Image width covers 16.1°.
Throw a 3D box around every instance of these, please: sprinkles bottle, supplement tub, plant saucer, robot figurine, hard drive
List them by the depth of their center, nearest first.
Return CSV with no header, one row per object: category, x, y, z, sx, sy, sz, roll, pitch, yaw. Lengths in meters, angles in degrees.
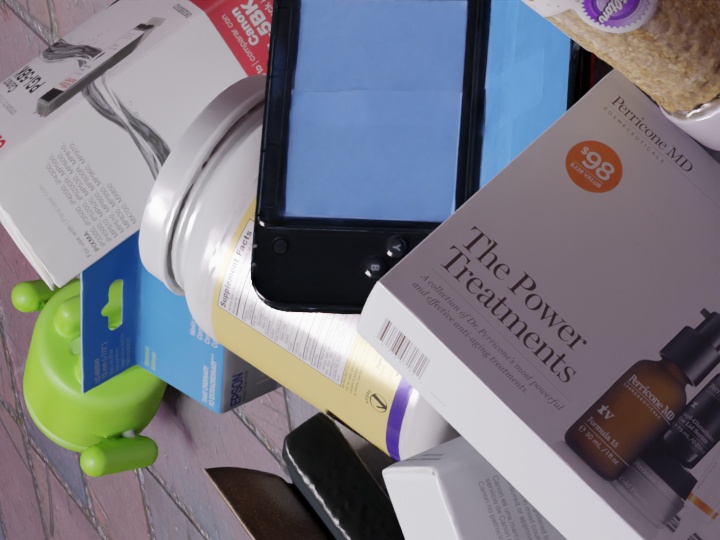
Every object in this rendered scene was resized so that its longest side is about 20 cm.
sprinkles bottle,0.092,-0.124,0.995,0.200,0.068,0.068,34,178,-29
supplement tub,0.000,0.000,1.314,0.199,0.145,0.146,32,145,21
hard drive,0.010,0.152,1.365,0.140,0.033,0.200,54,174,9
plant saucer,-0.017,0.183,1.423,0.201,0.037,0.200,54,173,9
robot figurine,-0.214,0.078,2.075,0.176,0.115,0.200,62,159,14

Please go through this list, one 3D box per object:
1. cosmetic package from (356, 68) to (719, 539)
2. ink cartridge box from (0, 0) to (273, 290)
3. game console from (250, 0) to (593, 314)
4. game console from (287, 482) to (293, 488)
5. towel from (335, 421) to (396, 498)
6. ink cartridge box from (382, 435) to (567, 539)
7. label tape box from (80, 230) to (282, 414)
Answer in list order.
cosmetic package,0.121,0.037,1.028,0.200,0.151,0.052,44,152,10
ink cartridge box,-0.127,-0.094,1.435,0.083,0.200,0.147,56,173,-22
game console,0.028,-0.088,1.189,0.119,0.171,0.202,57,-144,-72
game console,0.017,0.203,1.591,0.200,0.116,0.177,16,123,67
towel,0.042,0.112,1.411,0.200,0.034,0.133,51,153,38
ink cartridge box,0.131,0.116,1.093,0.083,0.199,0.146,163,87,-74
label tape box,-0.064,0.011,1.497,0.066,0.199,0.144,50,153,29
